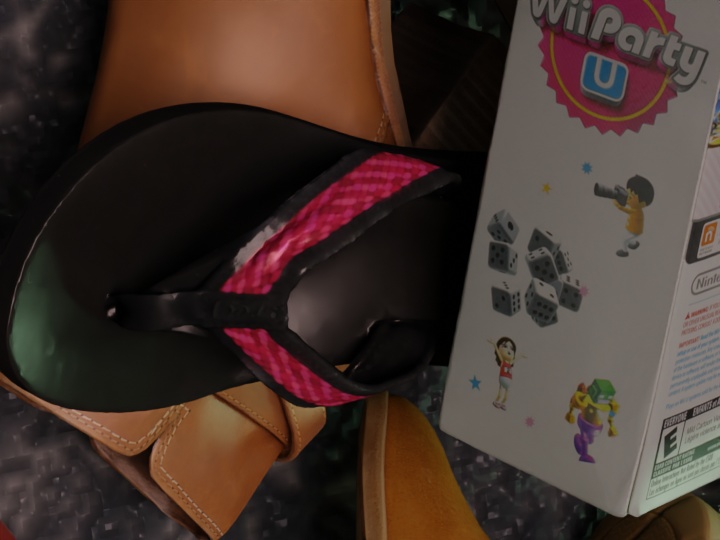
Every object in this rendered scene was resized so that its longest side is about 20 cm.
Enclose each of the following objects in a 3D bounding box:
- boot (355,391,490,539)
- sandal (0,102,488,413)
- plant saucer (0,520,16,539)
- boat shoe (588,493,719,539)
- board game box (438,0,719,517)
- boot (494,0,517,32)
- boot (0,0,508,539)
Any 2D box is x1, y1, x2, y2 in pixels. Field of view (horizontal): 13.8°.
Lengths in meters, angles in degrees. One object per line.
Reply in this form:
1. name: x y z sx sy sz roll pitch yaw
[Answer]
1. boot: 0.075 0.118 0.790 0.143 0.071 0.202 -8 64 -3
2. sandal: 0.000 0.000 0.735 0.199 0.045 0.075 -2 111 -37
3. plant saucer: -0.173 0.105 0.707 0.199 0.037 0.200 -40 99 -17
4. boat shoe: 0.069 0.164 0.853 0.069 0.074 0.200 31 87 -30
5. board game box: 0.102 -0.055 0.755 0.147 0.064 0.201 -18 125 -50
6. boot: 0.064 -0.092 0.788 0.075 0.074 0.200 -33 130 11
7. boot: -0.051 -0.037 0.758 0.200 0.074 0.155 44 79 -25
